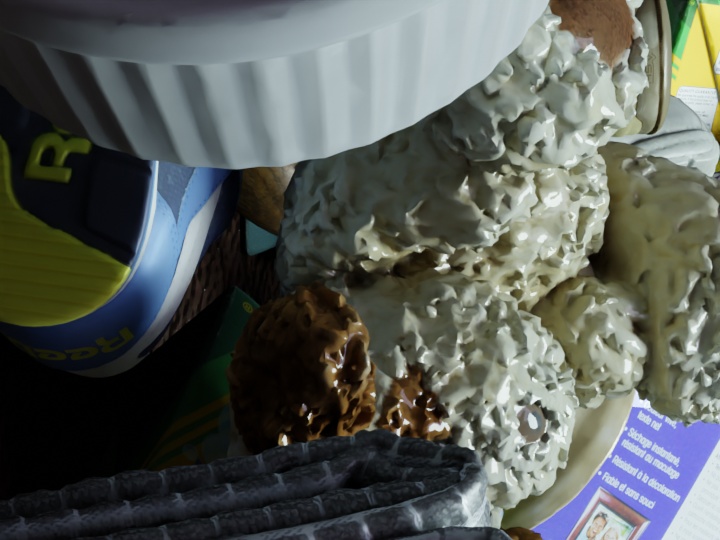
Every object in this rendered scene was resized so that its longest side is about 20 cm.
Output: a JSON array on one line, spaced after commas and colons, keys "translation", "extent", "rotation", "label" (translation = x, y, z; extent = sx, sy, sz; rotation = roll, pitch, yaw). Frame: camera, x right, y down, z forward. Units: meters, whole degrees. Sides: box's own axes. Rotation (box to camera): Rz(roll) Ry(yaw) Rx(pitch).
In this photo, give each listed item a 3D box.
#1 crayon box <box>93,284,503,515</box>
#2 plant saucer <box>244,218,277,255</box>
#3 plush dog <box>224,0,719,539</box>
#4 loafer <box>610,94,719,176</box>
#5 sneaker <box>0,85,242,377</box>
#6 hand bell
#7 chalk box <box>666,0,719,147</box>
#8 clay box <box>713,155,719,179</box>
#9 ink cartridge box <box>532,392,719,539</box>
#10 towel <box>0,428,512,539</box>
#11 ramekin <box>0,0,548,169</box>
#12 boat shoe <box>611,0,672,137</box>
[{"translation": [-0.033, 0.115, 0.629], "extent": [0.126, 0.051, 0.201], "rotation": [40, 39, -16], "label": "crayon box"}, {"translation": [-0.003, -0.064, 0.849], "extent": [0.200, 0.019, 0.071], "rotation": [-40, 132, -66], "label": "plant saucer"}, {"translation": [0.016, 0.017, 0.606], "extent": [0.200, 0.159, 0.173], "rotation": [51, 53, -46], "label": "plush dog"}, {"translation": [0.055, -0.043, 0.824], "extent": [0.199, 0.070, 0.070], "rotation": [-8, 139, -37], "label": "loafer"}, {"translation": [-0.063, -0.060, 0.597], "extent": [0.082, 0.073, 0.201], "rotation": [73, 33, -60], "label": "sneaker"}, {"translation": [0.000, 0.000, 0.727], "extent": [0.200, 0.104, 0.105], "rotation": [43, 49, -30], "label": "hand bell"}, {"translation": [0.137, -0.102, 0.995], "extent": [0.123, 0.200, 0.125], "rotation": [2, 115, -29], "label": "chalk box"}, {"translation": [0.131, 0.031, 0.902], "extent": [0.048, 0.199, 0.116], "rotation": [42, -21, 59], "label": "clay box"}, {"translation": [0.129, 0.085, 0.867], "extent": [0.198, 0.043, 0.201], "rotation": [32, 92, -34], "label": "ink cartridge box"}, {"translation": [-0.058, 0.132, 0.492], "extent": [0.086, 0.198, 0.167], "rotation": [-115, -161, -55], "label": "towel"}, {"translation": [-0.030, -0.116, 0.497], "extent": [0.094, 0.200, 0.204], "rotation": [84, 19, -61], "label": "ramekin"}, {"translation": [0.046, -0.090, 0.739], "extent": [0.200, 0.067, 0.073], "rotation": [-133, -143, -70], "label": "boat shoe"}]
